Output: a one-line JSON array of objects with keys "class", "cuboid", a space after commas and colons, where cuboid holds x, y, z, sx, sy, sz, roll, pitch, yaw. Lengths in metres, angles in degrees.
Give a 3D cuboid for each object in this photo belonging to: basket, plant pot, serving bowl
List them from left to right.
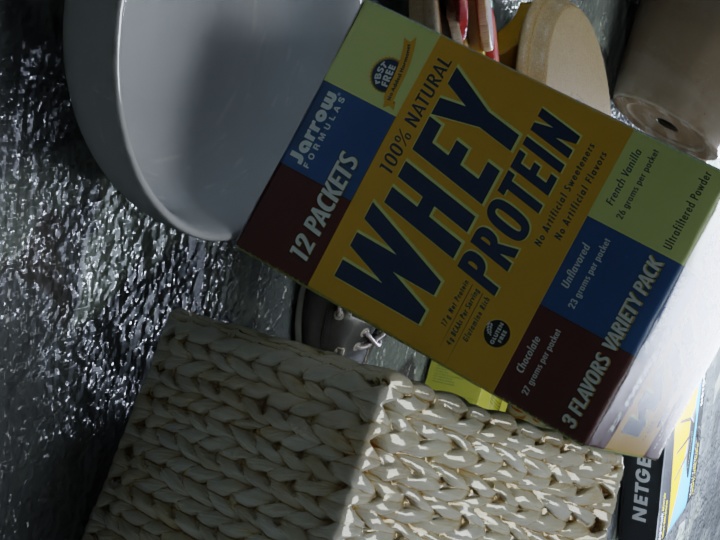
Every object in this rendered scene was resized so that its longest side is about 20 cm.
[{"class": "serving bowl", "cuboid": [-0.076, -0.118, 0.752, 0.200, 0.065, 0.201, -33, 130, -51]}, {"class": "basket", "cuboid": [-0.005, 0.131, 0.806, 0.198, 0.199, 0.162, 22, 84, -40]}, {"class": "plant pot", "cuboid": [0.331, -0.206, 1.502, 0.174, 0.199, 0.200, -59, 153, -5]}]

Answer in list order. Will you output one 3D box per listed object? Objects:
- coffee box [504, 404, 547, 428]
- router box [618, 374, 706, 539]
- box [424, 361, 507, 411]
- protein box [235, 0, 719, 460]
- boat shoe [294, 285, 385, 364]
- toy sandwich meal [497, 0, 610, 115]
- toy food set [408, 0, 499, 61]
[{"class": "coffee box", "cuboid": [0.158, 0.065, 1.306, 0.080, 0.114, 0.201, 43, 62, -61]}, {"class": "router box", "cuboid": [0.353, 0.203, 1.857, 0.149, 0.051, 0.201, -36, 133, -54]}, {"class": "box", "cuboid": [0.098, 0.045, 1.244, 0.075, 0.050, 0.201, 47, 58, -62]}, {"class": "protein box", "cuboid": [0.081, -0.013, 0.807, 0.135, 0.198, 0.200, -62, 159, 2]}, {"class": "boat shoe", "cuboid": [0.000, 0.000, 1.006, 0.067, 0.057, 0.201, -22, 120, -61]}, {"class": "toy sandwich meal", "cuboid": [0.135, -0.119, 1.204, 0.205, 0.070, 0.207, 11, 78, -64]}, {"class": "toy food set", "cuboid": [0.065, -0.123, 1.029, 0.200, 0.048, 0.199, -80, 163, -59]}]
